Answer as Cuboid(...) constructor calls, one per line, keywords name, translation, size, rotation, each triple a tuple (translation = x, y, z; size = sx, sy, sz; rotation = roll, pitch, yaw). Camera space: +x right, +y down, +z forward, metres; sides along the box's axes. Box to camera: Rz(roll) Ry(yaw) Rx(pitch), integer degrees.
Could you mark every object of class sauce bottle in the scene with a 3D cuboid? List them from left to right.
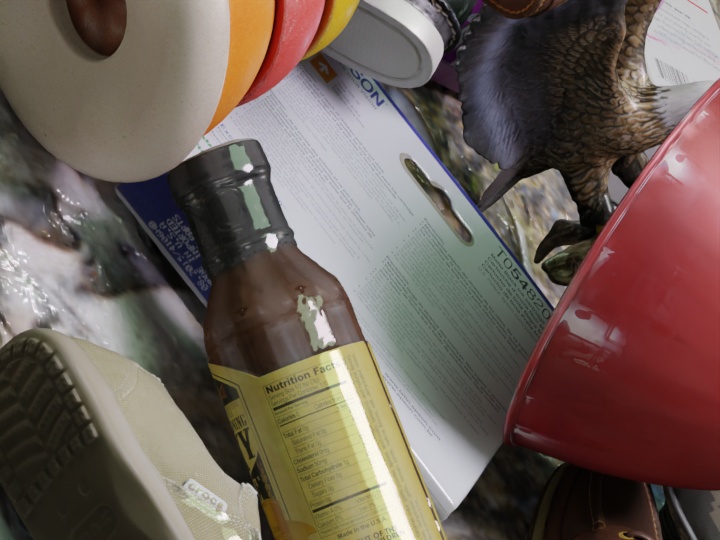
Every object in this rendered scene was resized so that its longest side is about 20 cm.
Cuboid(name="sauce bottle", translation=(-0.022, 0.047, 0.882), size=(0.065, 0.065, 0.200), rotation=(-8, 74, -58))

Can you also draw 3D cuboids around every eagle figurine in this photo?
Cuboid(name="eagle figurine", translation=(0.119, -0.096, 1.096), size=(0.152, 0.151, 0.200), rotation=(-113, -174, -63))

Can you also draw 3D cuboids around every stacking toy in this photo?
Cuboid(name="stacking toy", translation=(-0.045, -0.123, 0.924), size=(0.200, 0.146, 0.146), rotation=(-17, 73, -43))

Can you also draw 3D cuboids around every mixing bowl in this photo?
Cuboid(name="mixing bowl", translation=(0.162, 0.021, 0.981), size=(0.108, 0.200, 0.200), rotation=(33, 26, 13))

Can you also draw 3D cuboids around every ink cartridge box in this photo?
Cuboid(name="ink cartridge box", translation=(0.000, 0.000, 1.011), size=(0.200, 0.041, 0.200), rotation=(52, 29, -3))
Cuboid(name="ink cartridge box", translation=(0.169, -0.129, 1.365), size=(0.117, 0.067, 0.200), rotation=(23, 43, -42))

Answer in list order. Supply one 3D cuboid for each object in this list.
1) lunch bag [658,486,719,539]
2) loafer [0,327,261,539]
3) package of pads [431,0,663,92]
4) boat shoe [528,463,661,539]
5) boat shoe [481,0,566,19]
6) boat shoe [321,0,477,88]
Cuboid(name="lunch bag", translation=(0.238, 0.159, 1.096), size=(0.200, 0.139, 0.168), rotation=(64, 3, 18))
Cuboid(name="loafer", translation=(-0.061, 0.105, 0.776), size=(0.068, 0.076, 0.200), rotation=(-6, 64, -51))
Cuboid(name="package of pads", translation=(0.055, -0.159, 1.176), size=(0.200, 0.120, 0.076), rotation=(18, 45, -47))
Cuboid(name="boat shoe", translation=(0.118, 0.151, 0.983), size=(0.072, 0.068, 0.200), rotation=(41, 32, -22))
Cuboid(name="boat shoe", translation=(0.009, -0.177, 0.913), size=(0.200, 0.072, 0.068), rotation=(50, 56, -3))
Cuboid(name="boat shoe", translation=(-0.038, -0.160, 1.035), size=(0.200, 0.074, 0.060), rotation=(30, 60, 7))
